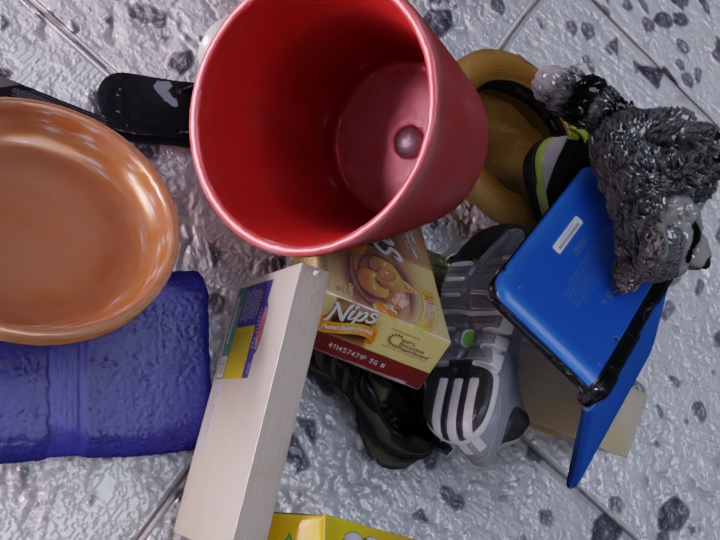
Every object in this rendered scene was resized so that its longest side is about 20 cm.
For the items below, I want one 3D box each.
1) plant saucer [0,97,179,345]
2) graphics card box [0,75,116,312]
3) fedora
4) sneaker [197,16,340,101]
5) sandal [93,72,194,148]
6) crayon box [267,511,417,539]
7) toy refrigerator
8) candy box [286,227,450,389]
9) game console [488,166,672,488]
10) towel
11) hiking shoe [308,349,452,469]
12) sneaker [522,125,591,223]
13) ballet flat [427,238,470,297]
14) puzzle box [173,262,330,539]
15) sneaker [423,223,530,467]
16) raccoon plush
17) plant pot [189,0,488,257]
[{"bbox_3d":[-0.223,-0.032,0.658,0.199,0.038,0.201,16,49,-19],"label":"plant saucer"},{"bbox_3d":[-0.269,-0.054,0.710,0.125,0.051,0.201,20,48,-13],"label":"graphics card box"},{"bbox_3d":[0.134,-0.117,0.955,0.200,0.082,0.202,13,68,-33],"label":"fedora"},{"bbox_3d":[-0.045,-0.186,0.863,0.099,0.071,0.200,40,36,14],"label":"sneaker"},{"bbox_3d":[-0.129,-0.139,0.852,0.199,0.043,0.077,-5,76,-28],"label":"sandal"},{"bbox_3d":[-0.012,0.275,0.704,0.200,0.058,0.174,41,47,-59],"label":"crayon box"},{"bbox_3d":[0.154,0.108,0.888,0.199,0.076,0.070,23,84,-19],"label":"toy refrigerator"},{"bbox_3d":[0.000,0.000,0.803,0.115,0.055,0.200,24,26,-19],"label":"candy box"},{"bbox_3d":[0.183,0.043,0.807,0.171,0.118,0.200,43,49,1],"label":"game console"},{"bbox_3d":[-0.214,0.070,0.742,0.199,0.049,0.149,2,80,-27],"label":"towel"},{"bbox_3d":[0.007,0.073,0.817,0.076,0.101,0.200,-39,93,-30],"label":"hiking shoe"},{"bbox_3d":[0.213,-0.035,0.886,0.072,0.083,0.201,-40,112,-37],"label":"sneaker"},{"bbox_3d":[0.140,-0.003,0.925,0.199,0.071,0.071,-6,76,-25],"label":"ballet flat"},{"bbox_3d":[-0.080,0.099,0.702,0.025,0.133,0.201,19,76,-22],"label":"puzzle box"},{"bbox_3d":[0.109,0.068,0.804,0.116,0.075,0.201,55,48,-46],"label":"sneaker"},{"bbox_3d":[0.195,-0.067,0.777,0.199,0.097,0.134,28,59,26],"label":"raccoon plush"},{"bbox_3d":[0.002,-0.107,0.734,0.177,0.199,0.202,1,69,-62],"label":"plant pot"}]
